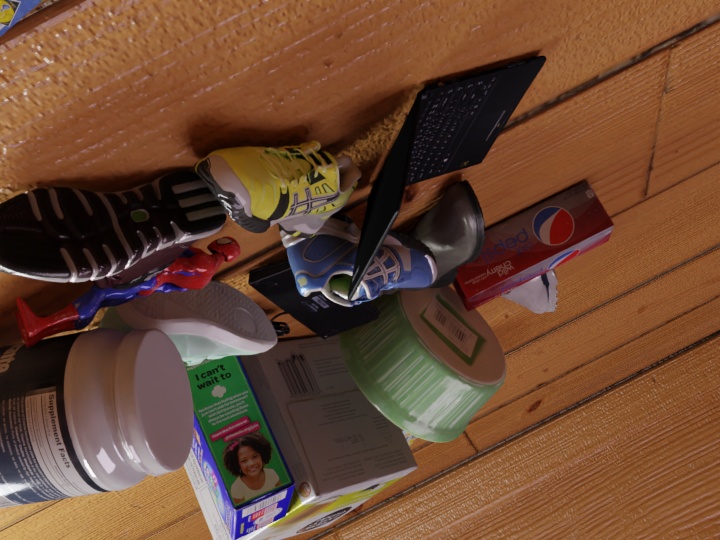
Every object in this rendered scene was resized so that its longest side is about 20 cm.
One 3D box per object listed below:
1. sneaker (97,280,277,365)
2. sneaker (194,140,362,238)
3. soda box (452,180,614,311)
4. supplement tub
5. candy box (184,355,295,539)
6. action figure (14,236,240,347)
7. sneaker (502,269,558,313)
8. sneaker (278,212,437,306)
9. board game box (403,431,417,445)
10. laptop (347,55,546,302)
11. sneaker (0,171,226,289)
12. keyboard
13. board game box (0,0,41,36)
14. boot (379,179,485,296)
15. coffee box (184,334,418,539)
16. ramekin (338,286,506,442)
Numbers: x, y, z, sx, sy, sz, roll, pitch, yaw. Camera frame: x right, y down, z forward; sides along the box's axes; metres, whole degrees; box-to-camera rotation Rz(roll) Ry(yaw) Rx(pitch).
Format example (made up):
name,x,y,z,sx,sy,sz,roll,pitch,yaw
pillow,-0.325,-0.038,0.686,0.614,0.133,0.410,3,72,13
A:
name,x,y,z,sx,sy,sz,roll,pitch,yaw
sneaker,-0.182,0.070,1.112,0.200,0.074,0.118,12,133,-47
sneaker,-0.064,-0.077,0.906,0.076,0.075,0.200,-40,169,15
soda box,0.202,-0.028,1.378,0.200,0.070,0.063,-26,163,-2
supplement tub,-0.260,0.127,0.986,0.200,0.141,0.140,-11,164,12
candy box,-0.148,0.180,1.259,0.077,0.200,0.169,-23,162,-16
action figure,-0.195,0.009,0.977,0.200,0.052,0.065,-18,164,-24
sneaker,0.222,0.014,1.540,0.080,0.076,0.200,-17,158,6
sneaker,0.000,0.000,1.112,0.200,0.077,0.076,11,154,-43
board game box,0.025,0.242,1.812,0.103,0.105,0.200,-17,159,-24
laptop,0.074,-0.081,1.011,0.200,0.103,0.177,-18,160,-23
sneaker,-0.205,-0.011,0.872,0.200,0.076,0.116,-12,159,-40
keyboard,-0.067,0.035,1.222,0.127,0.021,0.200,-21,153,14
board game box,-0.254,-0.139,0.520,0.135,0.034,0.200,-34,160,19
boot,0.051,-0.018,1.219,0.130,0.068,0.200,-14,157,-19
coffee box,-0.089,0.218,1.441,0.198,0.200,0.200,-39,157,34
ramekin,0.081,0.098,1.368,0.098,0.200,0.200,-46,155,27
